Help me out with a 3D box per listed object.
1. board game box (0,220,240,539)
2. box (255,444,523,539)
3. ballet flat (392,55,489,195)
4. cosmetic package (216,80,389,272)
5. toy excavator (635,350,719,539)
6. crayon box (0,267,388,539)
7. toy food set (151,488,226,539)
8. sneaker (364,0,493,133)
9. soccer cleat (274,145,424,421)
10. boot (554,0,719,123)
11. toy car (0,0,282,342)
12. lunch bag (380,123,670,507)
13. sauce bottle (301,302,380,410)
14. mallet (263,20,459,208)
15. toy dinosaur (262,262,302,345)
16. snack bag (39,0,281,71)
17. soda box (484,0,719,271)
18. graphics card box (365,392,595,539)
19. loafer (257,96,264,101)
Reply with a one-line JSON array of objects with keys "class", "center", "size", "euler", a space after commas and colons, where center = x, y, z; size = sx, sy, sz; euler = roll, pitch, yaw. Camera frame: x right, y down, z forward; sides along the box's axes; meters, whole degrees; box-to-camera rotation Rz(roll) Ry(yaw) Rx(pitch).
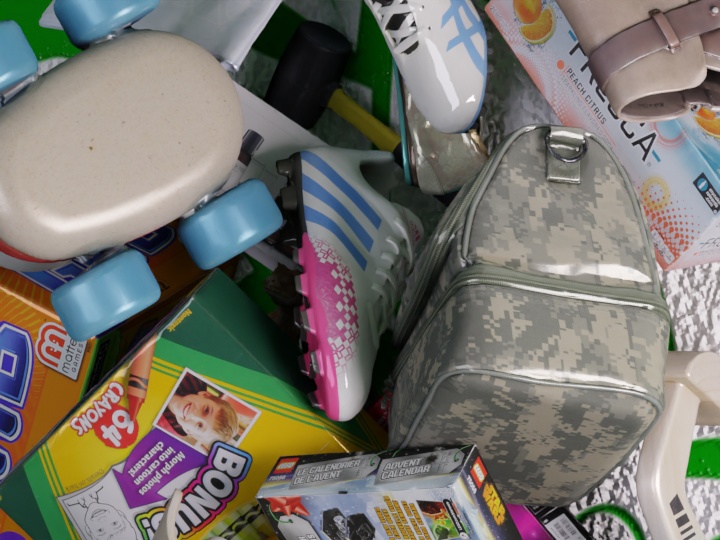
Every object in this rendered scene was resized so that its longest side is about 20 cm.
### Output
[{"class": "board game box", "center": [-0.232, 0.056, 1.811], "size": [0.199, 0.200, 0.201], "euler": [26, 116, 16]}, {"class": "box", "center": [0.041, 0.190, 1.568], "size": [0.136, 0.040, 0.201], "euler": [-6, 125, 33]}, {"class": "ballet flat", "center": [0.044, -0.146, 1.664], "size": [0.062, 0.067, 0.202], "euler": [-11, 86, 8]}, {"class": "cosmetic package", "center": [-0.085, -0.072, 1.719], "size": [0.199, 0.051, 0.083], "euler": [34, 79, 7]}, {"class": "toy excavator", "center": [0.182, 0.173, 1.542], "size": [0.099, 0.194, 0.201], "euler": [0, 124, 42]}, {"class": "crayon box", "center": [-0.096, 0.128, 1.642], "size": [0.173, 0.058, 0.200], "euler": [45, 116, -4]}, {"class": "toy food set", "center": [-0.041, 0.212, 1.576], "size": [0.199, 0.061, 0.144], "euler": [35, 151, 3]}, {"class": "sneaker", "center": [0.020, -0.171, 1.592], "size": [0.072, 0.072, 0.201], "euler": [-32, 73, 49]}, {"class": "soccer cleat", "center": [0.000, 0.000, 1.612], "size": [0.070, 0.086, 0.201], "euler": [91, 172, -50]}, {"class": "boot", "center": [0.134, -0.152, 1.493], "size": [0.070, 0.198, 0.147], "euler": [113, 151, -61]}, {"class": "toy car", "center": [-0.177, -0.060, 1.651], "size": [0.185, 0.176, 0.200], "euler": [61, 154, -3]}, {"class": "lunch bag", "center": [0.092, 0.027, 1.549], "size": [0.200, 0.138, 0.169], "euler": [114, 164, -64]}, {"class": "sauce bottle", "center": [-0.009, 0.118, 1.742], "size": [0.066, 0.066, 0.202], "euler": [-8, 92, 43]}, {"class": "mallet", "center": [0.023, -0.088, 1.706], "size": [0.199, 0.041, 0.066], "euler": [33, 116, 29]}, {"class": "toy dinosaur", "center": [-0.061, 0.055, 1.738], "size": [0.107, 0.060, 0.200], "euler": [-67, 7, -21]}, {"class": "snack bag", "center": [-0.099, -0.217, 1.718], "size": [0.188, 0.021, 0.201], "euler": [16, 63, 39]}, {"class": "soda box", "center": [0.158, -0.100, 1.557], "size": [0.068, 0.063, 0.201], "euler": [-47, 66, 36]}, {"class": "graphics card box", "center": [0.062, 0.167, 1.656], "size": [0.125, 0.051, 0.200], "euler": [-44, 80, 24]}, {"class": "loafer", "center": [-0.134, -0.094, 1.822], "size": [0.199, 0.068, 0.076], "euler": [5, 100, 42]}]
